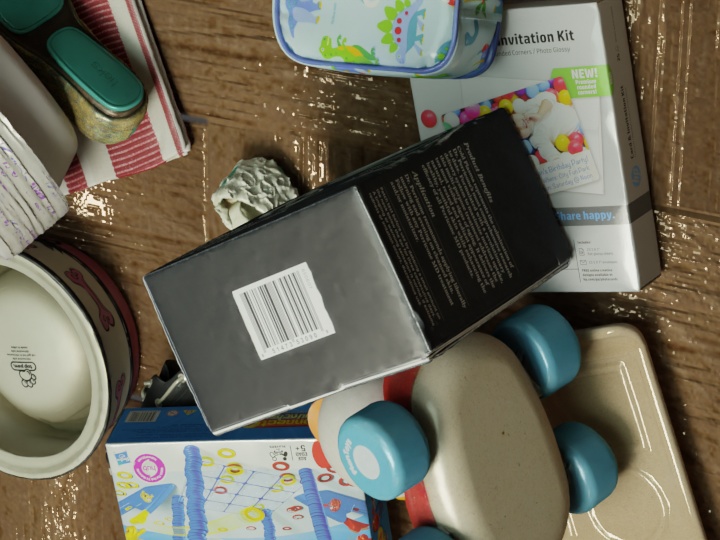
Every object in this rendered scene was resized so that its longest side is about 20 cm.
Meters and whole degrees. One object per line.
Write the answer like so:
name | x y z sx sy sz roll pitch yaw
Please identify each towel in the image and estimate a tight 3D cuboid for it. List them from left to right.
towel | -0.229 -0.134 1.745 0.199 0.023 0.145 -15 98 34

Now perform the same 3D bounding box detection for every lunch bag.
lunch bag | 0.020 -0.231 1.490 0.160 0.082 0.202 7 96 31

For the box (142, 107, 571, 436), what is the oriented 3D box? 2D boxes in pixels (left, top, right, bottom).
box | 0.000 0.000 1.497 0.199 0.196 0.125 -21 94 37

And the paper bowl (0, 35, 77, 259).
paper bowl | -0.291 -0.115 1.677 0.104 0.201 0.201 -40 83 -8

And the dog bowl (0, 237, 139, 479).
dog bowl | -0.264 0.063 1.811 0.199 0.074 0.202 12 114 27

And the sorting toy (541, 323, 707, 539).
sorting toy | 0.150 0.137 1.608 0.184 0.036 0.201 -12 106 35

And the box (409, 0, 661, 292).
box | 0.117 -0.085 1.535 0.155 0.041 0.202 0 107 33

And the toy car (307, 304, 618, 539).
toy car | 0.039 0.127 1.555 0.199 0.184 0.178 0 115 51

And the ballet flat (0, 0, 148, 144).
ballet flat | -0.238 -0.173 1.691 0.200 0.071 0.071 47 126 11

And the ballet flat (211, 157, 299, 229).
ballet flat | -0.047 0.010 1.659 0.072 0.072 0.201 -36 88 36

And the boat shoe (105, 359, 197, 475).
boat shoe | -0.134 0.095 1.742 0.200 0.074 0.061 -35 89 33

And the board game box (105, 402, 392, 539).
board game box | -0.078 0.200 1.708 0.198 0.056 0.197 -3 116 14
